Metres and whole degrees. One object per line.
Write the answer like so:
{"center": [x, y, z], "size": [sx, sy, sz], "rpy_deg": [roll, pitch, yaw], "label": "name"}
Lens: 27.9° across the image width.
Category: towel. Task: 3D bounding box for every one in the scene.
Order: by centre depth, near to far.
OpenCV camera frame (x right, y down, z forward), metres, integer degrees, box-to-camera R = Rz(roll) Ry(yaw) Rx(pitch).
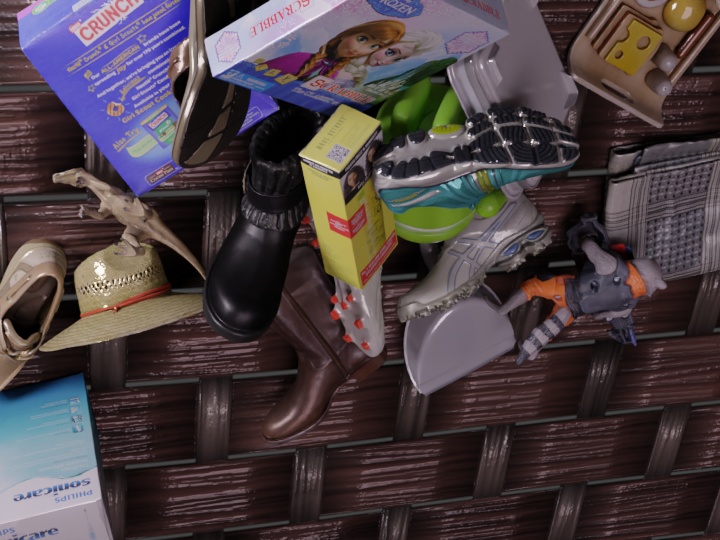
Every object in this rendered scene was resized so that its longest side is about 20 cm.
{"center": [0.368, -0.068, 1.687], "size": [0.191, 0.035, 0.201], "rpy_deg": [-9, 127, -11], "label": "towel"}

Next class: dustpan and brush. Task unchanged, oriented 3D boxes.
{"center": [0.100, 0.036, 1.673], "size": [0.139, 0.057, 0.201], "rpy_deg": [-27, 136, -12], "label": "dustpan and brush"}

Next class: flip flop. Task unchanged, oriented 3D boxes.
{"center": [-0.144, -0.193, 1.319], "size": [0.081, 0.057, 0.202], "rpy_deg": [-16, 118, -49], "label": "flip flop"}

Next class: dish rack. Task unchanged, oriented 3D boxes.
{"center": [0.159, -0.190, 1.448], "size": [0.043, 0.172, 0.201], "rpy_deg": [0, 137, 34], "label": "dish rack"}

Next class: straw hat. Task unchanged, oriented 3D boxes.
{"center": [-0.247, 0.016, 1.495], "size": [0.199, 0.201, 0.086], "rpy_deg": [-15, 95, -6], "label": "straw hat"}

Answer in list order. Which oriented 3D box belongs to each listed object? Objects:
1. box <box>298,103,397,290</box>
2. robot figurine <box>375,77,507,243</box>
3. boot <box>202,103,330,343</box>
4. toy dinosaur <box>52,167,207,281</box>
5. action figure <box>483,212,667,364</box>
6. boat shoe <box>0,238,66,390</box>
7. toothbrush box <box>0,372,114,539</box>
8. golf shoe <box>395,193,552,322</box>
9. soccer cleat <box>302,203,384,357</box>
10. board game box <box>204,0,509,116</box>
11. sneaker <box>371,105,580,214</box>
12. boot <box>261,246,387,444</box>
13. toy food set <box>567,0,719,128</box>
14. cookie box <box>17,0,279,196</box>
{"center": [-0.009, -0.068, 1.433], "size": [0.075, 0.050, 0.201], "rpy_deg": [-51, 155, -25], "label": "box"}
{"center": [0.070, -0.109, 1.492], "size": [0.174, 0.116, 0.201], "rpy_deg": [16, 145, 10], "label": "robot figurine"}
{"center": [-0.092, -0.050, 1.428], "size": [0.079, 0.212, 0.158], "rpy_deg": [18, 145, -6], "label": "boot"}
{"center": [-0.218, -0.050, 1.436], "size": [0.199, 0.101, 0.058], "rpy_deg": [36, 102, -2], "label": "toy dinosaur"}
{"center": [0.264, 0.047, 1.666], "size": [0.192, 0.105, 0.200], "rpy_deg": [-27, 123, 13], "label": "action figure"}
{"center": [-0.366, 0.061, 1.524], "size": [0.071, 0.065, 0.201], "rpy_deg": [16, 119, -27], "label": "boat shoe"}
{"center": [-0.350, 0.219, 1.560], "size": [0.145, 0.201, 0.086], "rpy_deg": [-13, 128, -9], "label": "toothbrush box"}
{"center": [0.111, -0.020, 1.605], "size": [0.199, 0.078, 0.098], "rpy_deg": [-32, 87, -10], "label": "golf shoe"}
{"center": [0.000, 0.000, 1.575], "size": [0.077, 0.069, 0.201], "rpy_deg": [-31, 117, -26], "label": "soccer cleat"}
{"center": [0.000, -0.209, 1.296], "size": [0.199, 0.041, 0.199], "rpy_deg": [-25, 160, 31], "label": "board game box"}
{"center": [0.110, -0.101, 1.385], "size": [0.198, 0.078, 0.080], "rpy_deg": [-9, 141, 4], "label": "sneaker"}
{"center": [-0.084, 0.084, 1.632], "size": [0.186, 0.064, 0.200], "rpy_deg": [-42, 131, -2], "label": "boot"}
{"center": [0.325, -0.256, 1.516], "size": [0.143, 0.061, 0.201], "rpy_deg": [22, 116, -30], "label": "toy food set"}
{"center": [-0.199, -0.198, 1.378], "size": [0.170, 0.075, 0.200], "rpy_deg": [-31, 129, 4], "label": "cookie box"}
